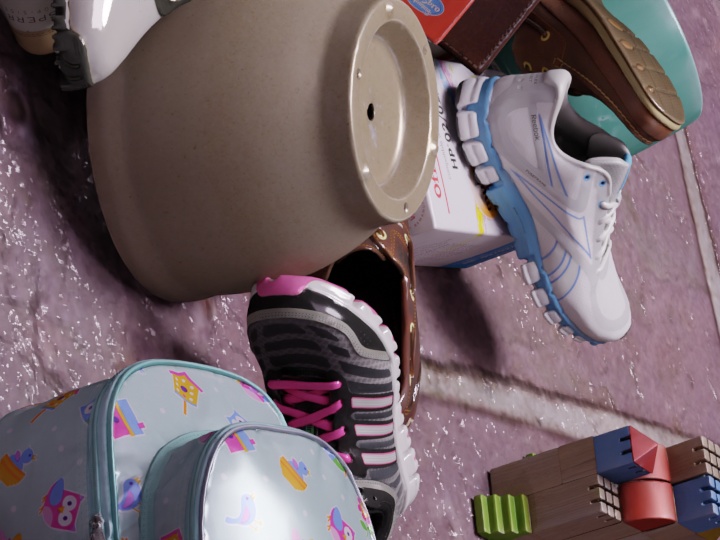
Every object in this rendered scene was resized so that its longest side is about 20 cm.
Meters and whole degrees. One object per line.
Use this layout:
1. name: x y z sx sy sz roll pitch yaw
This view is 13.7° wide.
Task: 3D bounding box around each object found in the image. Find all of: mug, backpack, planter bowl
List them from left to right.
1. backpack: -0.084 0.139 1.413 0.176 0.153 0.200 9 57 -53
2. planter bowl: -0.039 -0.084 1.596 0.200 0.134 0.201 -1 90 -67
3. mug: 0.135 -0.153 2.020 0.185 0.114 0.152 56 -10 32

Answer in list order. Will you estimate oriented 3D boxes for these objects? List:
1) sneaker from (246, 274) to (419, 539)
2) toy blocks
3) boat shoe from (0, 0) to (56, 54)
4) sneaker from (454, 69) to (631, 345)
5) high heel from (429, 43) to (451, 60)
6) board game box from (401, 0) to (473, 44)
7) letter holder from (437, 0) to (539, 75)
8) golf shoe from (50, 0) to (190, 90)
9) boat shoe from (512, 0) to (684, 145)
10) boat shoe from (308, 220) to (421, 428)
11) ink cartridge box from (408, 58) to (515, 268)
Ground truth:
1. sneaker: -0.019 0.089 1.611 0.200 0.074 0.088 73 27 -43
2. toy blocks: 0.180 0.150 1.891 0.200 0.136 0.100 31 46 -50
3. boat shoe: -0.149 -0.185 1.603 0.200 0.074 0.067 -60 150 -50
4. sneaker: 0.134 -0.039 1.850 0.200 0.086 0.075 61 29 -28
5. high heel: 0.018 -0.177 1.900 0.096 0.067 0.200 65 22 7
6. board game box: -0.020 -0.214 1.675 0.200 0.040 0.153 40 11 -7
7. letter holder: 0.042 -0.240 1.797 0.200 0.142 0.101 38 17 -1
8. golf shoe: -0.098 -0.167 1.511 0.077 0.088 0.200 84 22 -48
9. boat shoe: 0.134 -0.139 1.887 0.072 0.068 0.200 31 18 -48
10. boat shoe: 0.000 0.000 1.718 0.070 0.070 0.201 102 -22 -71
11. ink cartridge box: 0.033 -0.067 1.843 0.200 0.068 0.115 2 71 -61
